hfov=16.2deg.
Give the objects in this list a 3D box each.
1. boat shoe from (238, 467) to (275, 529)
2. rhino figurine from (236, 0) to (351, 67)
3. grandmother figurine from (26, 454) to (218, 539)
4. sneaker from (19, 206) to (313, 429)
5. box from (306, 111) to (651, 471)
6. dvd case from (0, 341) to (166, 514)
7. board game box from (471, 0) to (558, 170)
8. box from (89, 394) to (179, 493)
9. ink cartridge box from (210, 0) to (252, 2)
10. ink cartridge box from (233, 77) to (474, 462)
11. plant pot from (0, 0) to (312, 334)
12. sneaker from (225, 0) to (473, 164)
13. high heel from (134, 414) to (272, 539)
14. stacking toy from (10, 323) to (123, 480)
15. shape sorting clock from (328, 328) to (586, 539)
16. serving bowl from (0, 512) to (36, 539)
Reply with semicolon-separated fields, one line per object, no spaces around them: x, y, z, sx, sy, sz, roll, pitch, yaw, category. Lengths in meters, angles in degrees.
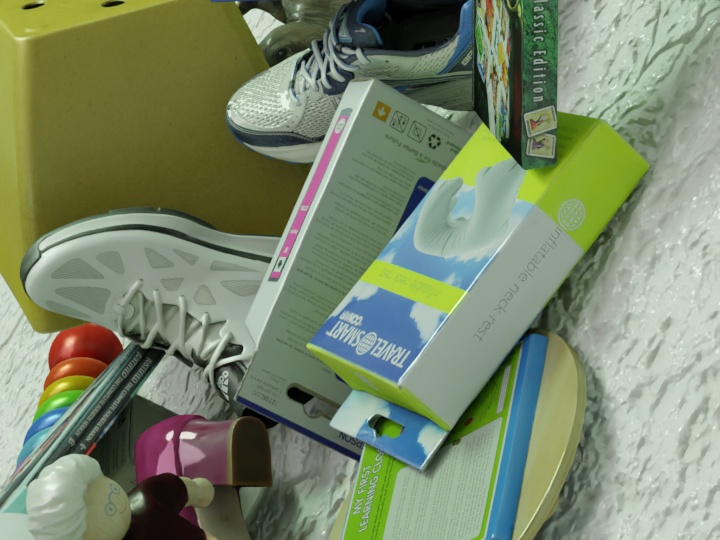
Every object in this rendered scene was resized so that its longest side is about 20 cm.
-0.124;0.189;1.487;0.200;0.062;0.073;-59;-6;-3;boat shoe
-0.038;-0.190;1.706;0.060;0.087;0.201;103;176;-57;rhino figurine
-0.092;0.154;1.326;0.061;0.200;0.121;-41;33;25;grandmother figurine
-0.097;0.030;1.476;0.116;0.200;0.076;-101;21;-45;sneaker
0.054;0.003;1.339;0.200;0.048;0.122;-52;24;-9;box
-0.184;0.113;1.515;0.146;0.022;0.200;-45;6;39;dvd case
0.079;-0.163;1.298;0.105;0.023;0.201;-114;22;-65;board game box
-0.169;0.173;1.590;0.200;0.082;0.068;-45;29;29;box
0.017;-0.191;1.481;0.094;0.199;0.044;11;110;64;ink cartridge box
0.000;0.000;1.430;0.037;0.095;0.201;1;66;62;ink cartridge box
-0.149;-0.097;1.604;0.200;0.199;0.177;-137;33;-64;plant pot
0.003;-0.128;1.473;0.199;0.085;0.077;-18;56;20;sneaker
-0.094;0.181;1.424;0.096;0.067;0.201;-10;69;46;high heel
-0.194;0.106;1.710;0.085;0.085;0.200;-48;25;27;stacking toy
0.046;0.117;1.295;0.200;0.039;0.200;-39;27;24;shape sorting clock
-0.146;0.212;1.359;0.066;0.200;0.200;-28;27;-5;serving bowl
